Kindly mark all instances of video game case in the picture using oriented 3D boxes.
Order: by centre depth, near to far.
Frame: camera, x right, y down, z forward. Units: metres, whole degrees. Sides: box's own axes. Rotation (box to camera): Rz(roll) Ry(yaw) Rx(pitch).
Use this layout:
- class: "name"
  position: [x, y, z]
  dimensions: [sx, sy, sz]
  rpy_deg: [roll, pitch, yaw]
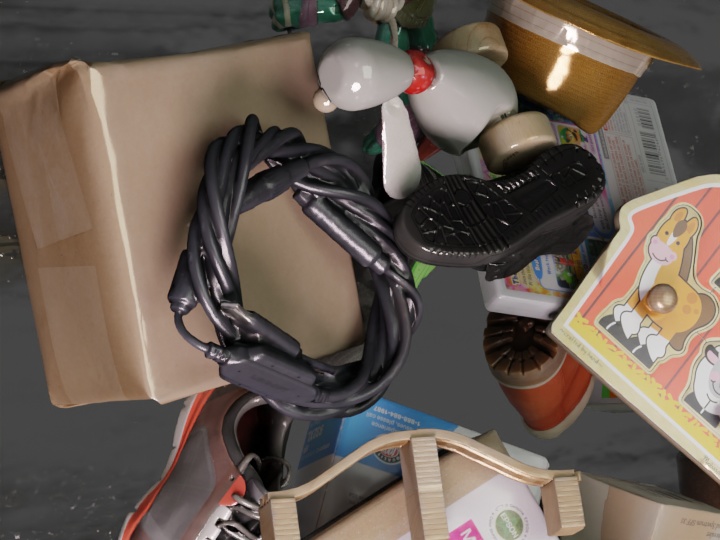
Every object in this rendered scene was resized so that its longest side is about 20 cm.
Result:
- class: "video game case"
  position: [0.150, -0.050, 1.548]
  dimensions: [0.181, 0.024, 0.201]
  rpy_deg: [8, 55, -28]

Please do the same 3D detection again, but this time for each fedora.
- class: "fedora"
  position: [0.135, -0.147, 1.507]
  dimensions: [0.200, 0.200, 0.082]
  rpy_deg: [16, 103, -42]

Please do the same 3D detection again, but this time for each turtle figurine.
- class: "turtle figurine"
  position: [0.008, -0.188, 1.462]
  dimensions: [0.149, 0.100, 0.201]
  rpy_deg: [-35, 117, -36]

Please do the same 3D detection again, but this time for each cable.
- class: "cable"
  position: [-0.035, 0.001, 1.298]
  dimensions: [0.199, 0.051, 0.164]
  rpy_deg: [23, 62, -46]

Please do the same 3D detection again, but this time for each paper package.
- class: "paper package"
  position: [-0.106, -0.032, 1.329]
  dimensions: [0.190, 0.103, 0.202]
  rpy_deg: [-14, 95, -43]

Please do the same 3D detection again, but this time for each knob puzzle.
- class: "knob puzzle"
  position: [0.251, 0.021, 1.486]
  dimensions: [0.218, 0.030, 0.222]
  rpy_deg: [2, 80, -14]

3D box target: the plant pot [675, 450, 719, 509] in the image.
- class: "plant pot"
  position: [0.325, 0.211, 1.688]
  dimensions: [0.186, 0.186, 0.201]
  rpy_deg: [-29, 92, -41]

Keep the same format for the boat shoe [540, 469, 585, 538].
- class: "boat shoe"
  position: [0.092, 0.192, 1.525]
  dimensions: [0.200, 0.071, 0.068]
  rpy_deg: [-42, 116, -30]

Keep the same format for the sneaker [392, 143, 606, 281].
- class: "sneaker"
  position: [0.084, -0.025, 1.406]
  dimensions: [0.199, 0.104, 0.060]
  rpy_deg: [-20, 73, -36]

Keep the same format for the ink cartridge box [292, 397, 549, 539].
- class: "ink cartridge box"
  position: [0.021, 0.197, 1.411]
  dimensions: [0.144, 0.084, 0.201]
  rpy_deg: [21, 70, -16]

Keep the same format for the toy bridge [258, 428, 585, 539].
- class: "toy bridge"
  position: [0.038, 0.128, 1.294]
  dimensions: [0.198, 0.027, 0.068]
  rpy_deg: [-3, 73, -18]

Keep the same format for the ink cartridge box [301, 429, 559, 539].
- class: "ink cartridge box"
  position: [0.057, 0.222, 1.331]
  dimensions: [0.164, 0.075, 0.201]
  rpy_deg: [-30, 87, -24]

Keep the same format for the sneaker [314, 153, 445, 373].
- class: "sneaker"
  position: [0.000, 0.000, 1.455]
  dimensions: [0.084, 0.076, 0.201]
  rpy_deg: [46, 47, -25]

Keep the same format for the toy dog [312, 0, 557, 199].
- class: "toy dog"
  position: [0.030, -0.104, 1.386]
  dimensions: [0.199, 0.096, 0.133]
  rpy_deg: [25, 40, -38]

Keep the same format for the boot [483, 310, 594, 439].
- class: "boot"
  position: [0.144, 0.023, 1.597]
  dimensions: [0.201, 0.075, 0.108]
  rpy_deg: [-68, 148, -32]

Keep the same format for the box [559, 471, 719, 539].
- class: "box"
  position: [0.175, 0.247, 1.509]
  dimensions: [0.095, 0.077, 0.202]
  rpy_deg: [12, 94, -46]

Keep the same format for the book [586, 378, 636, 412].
- class: "book"
  position: [0.249, 0.032, 1.596]
  dimensions: [0.048, 0.199, 0.135]
  rpy_deg: [14, 77, -42]

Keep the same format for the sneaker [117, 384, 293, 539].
- class: "sneaker"
  position: [-0.088, 0.152, 1.342]
  dimensions: [0.077, 0.082, 0.201]
  rpy_deg: [31, 66, -38]
